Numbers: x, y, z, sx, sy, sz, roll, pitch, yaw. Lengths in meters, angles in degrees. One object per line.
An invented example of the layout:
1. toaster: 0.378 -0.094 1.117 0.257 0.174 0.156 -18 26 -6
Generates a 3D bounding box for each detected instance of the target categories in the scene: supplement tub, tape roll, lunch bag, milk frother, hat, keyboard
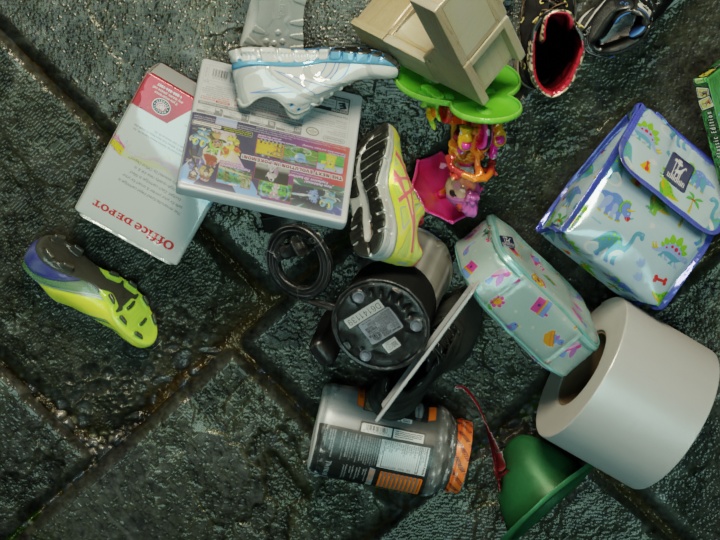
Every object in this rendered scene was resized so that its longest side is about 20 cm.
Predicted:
1. supplement tub: 0.038 0.222 1.719 0.200 0.123 0.123 12 108 -3
2. tape roll: 0.330 0.152 1.647 0.139 0.203 0.203 31 106 -7
3. lunch bag: 0.204 0.023 1.635 0.077 0.160 0.200 -40 108 18
4. milk frother: 0.000 0.000 1.611 0.180 0.188 0.200 -14 108 17
5. hat: 0.193 0.237 1.737 0.176 0.166 0.200 48 138 17
6. lunch bag: 0.346 -0.078 1.620 0.170 0.127 0.200 38 85 -10
7. keyboard: 0.078 0.096 1.553 0.011 0.056 0.200 34 108 -2

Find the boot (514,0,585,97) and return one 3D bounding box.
1. boot: 0.223 -0.299 1.532 0.073 0.151 0.200 9 107 -3

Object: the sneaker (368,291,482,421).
1. sneaker: 0.091 0.102 1.663 0.076 0.091 0.200 36 70 9

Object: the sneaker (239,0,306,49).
1. sneaker: -0.103 -0.305 1.587 0.076 0.081 0.200 9 128 -17

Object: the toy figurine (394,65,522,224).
1. toy figurine: 0.122 -0.138 1.585 0.150 0.200 0.184 -10 122 -18

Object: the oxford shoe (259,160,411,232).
1. oxford shoe: -0.037 -0.113 1.643 0.200 0.073 0.084 -16 98 4

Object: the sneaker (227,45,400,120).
1. sneaker: -0.054 -0.220 1.552 0.200 0.075 0.087 0 101 -1

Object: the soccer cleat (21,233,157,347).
1. soccer cleat: -0.348 0.032 1.713 0.200 0.065 0.084 41 134 -15

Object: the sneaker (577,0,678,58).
1. sneaker: 0.341 -0.319 1.543 0.073 0.112 0.200 43 104 -12

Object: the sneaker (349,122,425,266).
1. sneaker: 0.035 -0.085 1.573 0.090 0.200 0.078 25 140 -33

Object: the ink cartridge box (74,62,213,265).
1. ink cartridge box: -0.239 -0.131 1.636 0.146 0.083 0.200 30 106 -8

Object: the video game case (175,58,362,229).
1. video game case: -0.104 -0.149 1.558 0.200 0.182 0.023 12 152 -10

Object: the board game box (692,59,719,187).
1. board game box: 0.455 -0.154 1.602 0.023 0.105 0.200 -3 112 44

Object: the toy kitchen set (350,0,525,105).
1. toy kitchen set: 0.090 -0.328 1.483 0.200 0.180 0.163 33 80 34
